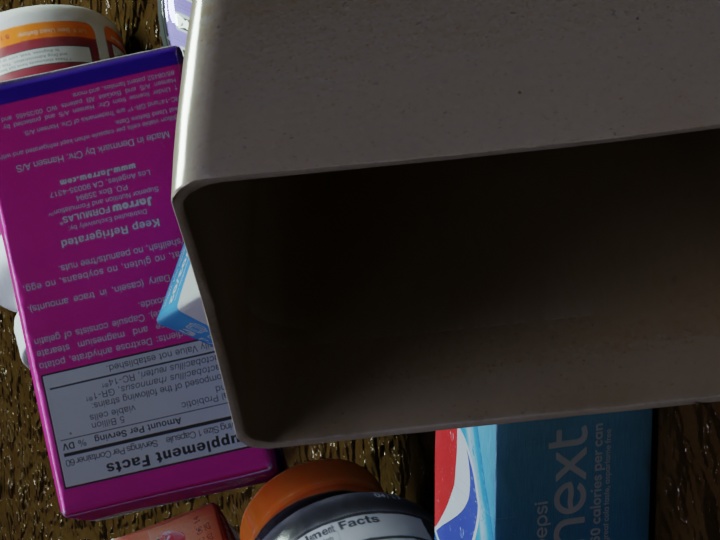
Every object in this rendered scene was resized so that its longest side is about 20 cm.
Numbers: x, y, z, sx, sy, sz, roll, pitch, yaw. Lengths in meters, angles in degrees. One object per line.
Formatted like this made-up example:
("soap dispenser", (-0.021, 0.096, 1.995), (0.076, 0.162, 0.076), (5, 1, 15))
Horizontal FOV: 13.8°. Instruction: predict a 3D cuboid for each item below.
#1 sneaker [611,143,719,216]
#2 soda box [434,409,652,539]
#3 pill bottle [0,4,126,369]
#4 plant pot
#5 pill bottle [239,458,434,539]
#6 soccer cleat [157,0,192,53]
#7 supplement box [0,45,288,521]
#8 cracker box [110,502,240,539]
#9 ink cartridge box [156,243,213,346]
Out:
("sneaker", (0.081, -0.084, 1.100), (0.080, 0.077, 0.200), (-49, 52, 39))
("soda box", (0.070, 0.082, 1.154), (0.064, 0.068, 0.200), (-143, 50, -64))
("pill bottle", (-0.176, -0.046, 1.744), (0.113, 0.113, 0.200), (121, 140, -59))
("plant pot", (0.045, -0.070, 0.953), (0.200, 0.200, 0.177), (81, -176, -64))
("pill bottle", (0.009, 0.169, 1.297), (0.200, 0.106, 0.106), (-119, 30, -49))
("soccer cleat", (-0.045, -0.086, 1.446), (0.073, 0.068, 0.200), (-45, 55, 52))
("supplement box", (-0.105, 0.009, 1.374), (0.101, 0.103, 0.200), (63, -164, -84))
("cracker box", (-0.052, 0.214, 1.436), (0.200, 0.058, 0.134), (61, -170, -60))
("ink cartridge box", (0.000, 0.000, 1.235), (0.068, 0.115, 0.200), (-71, 14, -16))
